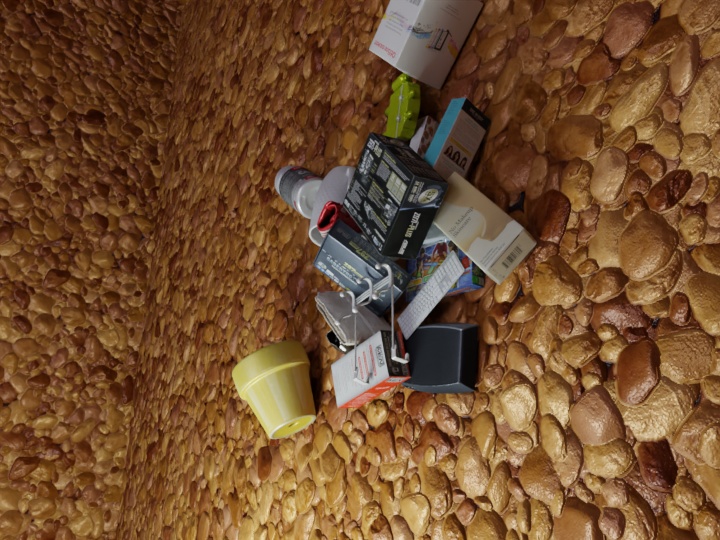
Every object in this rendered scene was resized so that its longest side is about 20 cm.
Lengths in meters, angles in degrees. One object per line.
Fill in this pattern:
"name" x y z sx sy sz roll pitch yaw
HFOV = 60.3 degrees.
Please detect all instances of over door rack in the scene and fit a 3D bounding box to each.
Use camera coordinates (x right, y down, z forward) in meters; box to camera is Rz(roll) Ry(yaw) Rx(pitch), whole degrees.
"over door rack" 0.015 0.105 1.221 0.147 0.066 0.204 -37 55 46

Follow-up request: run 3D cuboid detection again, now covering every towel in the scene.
"towel" -0.016 0.101 1.403 0.200 0.130 0.035 48 133 50

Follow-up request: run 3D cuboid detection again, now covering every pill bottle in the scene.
"pill bottle" -0.165 -0.228 1.750 0.200 0.112 0.116 38 110 54

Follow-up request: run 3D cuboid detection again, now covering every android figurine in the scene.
"android figurine" 0.091 -0.357 1.426 0.200 0.040 0.187 -177 95 -77

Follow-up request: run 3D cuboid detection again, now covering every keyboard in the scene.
"keyboard" 0.137 0.051 1.232 0.201 0.010 0.057 -54 34 29

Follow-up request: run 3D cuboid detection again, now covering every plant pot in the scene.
"plant pot" -0.203 0.310 1.572 0.201 0.198 0.191 -46 61 37

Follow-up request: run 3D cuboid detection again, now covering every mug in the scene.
"mug" -0.037 -0.166 1.496 0.200 0.144 0.179 120 160 -65

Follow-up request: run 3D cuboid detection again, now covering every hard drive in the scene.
"hard drive" 0.146 0.170 1.220 0.198 0.042 0.138 -12 69 54

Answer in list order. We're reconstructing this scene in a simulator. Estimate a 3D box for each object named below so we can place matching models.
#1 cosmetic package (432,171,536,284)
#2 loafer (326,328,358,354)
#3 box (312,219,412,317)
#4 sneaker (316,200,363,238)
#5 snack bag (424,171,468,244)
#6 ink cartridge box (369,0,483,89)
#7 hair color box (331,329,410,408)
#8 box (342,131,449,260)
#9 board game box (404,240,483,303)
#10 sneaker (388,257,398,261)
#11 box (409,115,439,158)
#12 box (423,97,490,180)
"cosmetic package" 0.213 -0.081 1.135 0.106 0.071 0.200 -49 49 9
"loafer" -0.016 0.173 1.431 0.198 0.070 0.075 0 79 55
"box" 0.000 0.000 1.332 0.051 0.199 0.158 -52 -1 -30
"sneaker" -0.004 -0.123 1.344 0.198 0.115 0.079 -33 68 8
"snack bag" 0.145 -0.140 1.311 0.187 0.021 0.204 -9 59 54
"ink cartridge box" 0.141 -0.539 1.377 0.203 0.142 0.148 -62 36 21
"hair color box" 0.017 0.212 1.308 0.200 0.060 0.104 -40 52 46
"box" 0.061 -0.145 1.194 0.201 0.085 0.166 54 129 49
"board game box" 0.167 -0.016 1.258 0.198 0.034 0.139 -18 63 52
"sneaker" 0.082 -0.122 1.302 0.202 0.074 0.085 -58 37 18
"box" 0.123 -0.241 1.361 0.041 0.038 0.204 -8 60 55
"box" 0.179 -0.232 1.233 0.049 0.082 0.203 18 80 57
